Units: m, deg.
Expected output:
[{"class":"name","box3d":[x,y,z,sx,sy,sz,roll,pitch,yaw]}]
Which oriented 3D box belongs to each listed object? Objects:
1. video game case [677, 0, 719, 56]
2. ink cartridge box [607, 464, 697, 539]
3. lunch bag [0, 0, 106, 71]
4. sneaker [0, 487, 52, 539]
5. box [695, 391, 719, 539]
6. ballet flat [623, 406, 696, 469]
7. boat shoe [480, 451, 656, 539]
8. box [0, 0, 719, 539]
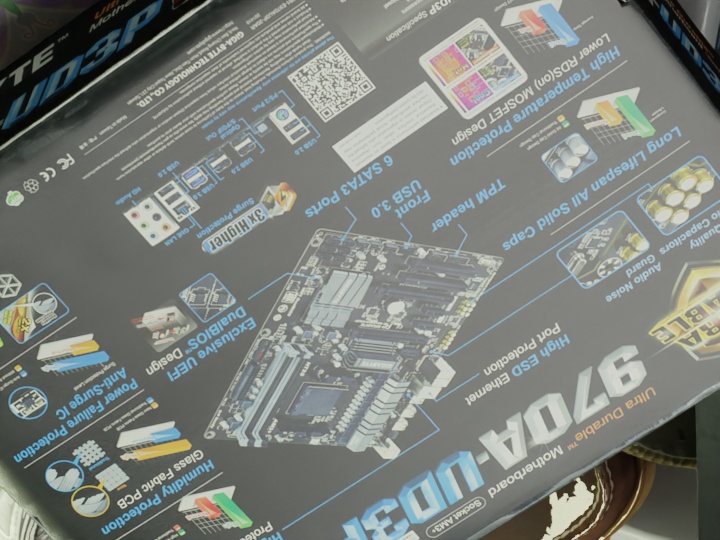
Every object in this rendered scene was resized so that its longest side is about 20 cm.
[{"class":"video game case","box3d":[0.137,-0.103,0.815,0.182,0.023,0.201,-38,147,-38]},{"class":"ink cartridge box","box3d":[0.148,0.120,1.103,0.199,0.086,0.148,18,143,11]},{"class":"lunch bag","box3d":[-0.031,-0.101,0.745,0.169,0.128,0.200,-36,137,22]},{"class":"sneaker","box3d":[-0.013,0.023,0.777,0.199,0.082,0.078,-31,160,1]},{"class":"box","box3d":[0.188,0.073,0.930,0.200,0.043,0.161,-25,121,-37]},{"class":"ballet flat","box3d":[0.116,0.038,0.976,0.199,0.068,0.046,19,166,-35]},{"class":"boat shoe","box3d":[0.011,0.090,1.031,0.199,0.071,0.070,-22,-179,39]},{"class":"box","box3d":[-0.006,-0.005,0.699,0.200,0.046,0.159,-34,117,16]}]
